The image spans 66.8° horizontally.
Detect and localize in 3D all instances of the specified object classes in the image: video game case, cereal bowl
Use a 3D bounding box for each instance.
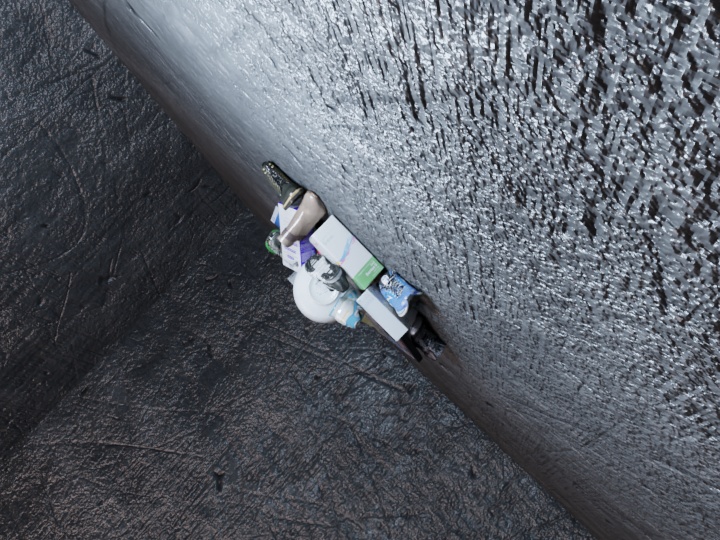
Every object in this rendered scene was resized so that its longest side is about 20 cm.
[{"bbox_3d":[0.090,0.186,1.657,0.180,0.026,0.201,34,166,39],"label":"video game case"},{"bbox_3d":[-0.103,0.053,1.588,0.200,0.200,0.083,43,179,4],"label":"cereal bowl"}]

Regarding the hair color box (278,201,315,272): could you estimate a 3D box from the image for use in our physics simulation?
[{"bbox_3d":[-0.191,-0.103,1.660,0.109,0.064,0.204,25,123,46],"label":"hair color box"}]

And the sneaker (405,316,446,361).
[{"bbox_3d":[0.201,0.208,1.644,0.113,0.076,0.200,35,170,17],"label":"sneaker"}]

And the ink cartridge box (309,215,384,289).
[{"bbox_3d":[-0.042,-0.047,1.491,0.200,0.088,0.145,43,173,-5],"label":"ink cartridge box"}]

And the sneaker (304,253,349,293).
[{"bbox_3d":[-0.090,0.015,1.495,0.091,0.066,0.199,51,168,-30],"label":"sneaker"}]

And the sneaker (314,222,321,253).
[{"bbox_3d":[-0.131,-0.104,1.713,0.083,0.077,0.202,-11,-114,-51],"label":"sneaker"}]

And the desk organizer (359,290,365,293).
[{"bbox_3d":[0.029,0.085,1.795,0.070,0.078,0.200,-7,151,17],"label":"desk organizer"}]

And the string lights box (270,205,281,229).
[{"bbox_3d":[-0.208,-0.145,1.858,0.102,0.060,0.199,7,-155,-46],"label":"string lights box"}]

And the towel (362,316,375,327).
[{"bbox_3d":[0.068,0.141,1.743,0.146,0.037,0.201,19,151,-4],"label":"towel"}]

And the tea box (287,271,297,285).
[{"bbox_3d":[-0.115,0.034,1.929,0.197,0.200,0.133,47,173,-18],"label":"tea box"}]

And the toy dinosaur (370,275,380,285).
[{"bbox_3d":[0.000,0.000,1.634,0.200,0.060,0.106,50,173,-37],"label":"toy dinosaur"}]

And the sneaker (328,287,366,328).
[{"bbox_3d":[-0.024,0.105,1.469,0.080,0.077,0.200,33,-164,4],"label":"sneaker"}]

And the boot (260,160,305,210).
[{"bbox_3d":[-0.224,-0.242,1.495,0.139,0.077,0.200,51,171,-13],"label":"boot"}]

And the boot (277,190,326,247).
[{"bbox_3d":[-0.165,-0.129,1.478,0.070,0.146,0.200,44,173,8],"label":"boot"}]

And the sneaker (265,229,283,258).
[{"bbox_3d":[-0.230,-0.067,1.787,0.085,0.079,0.199,28,174,44],"label":"sneaker"}]

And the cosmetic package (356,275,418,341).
[{"bbox_3d":[0.078,0.099,1.500,0.151,0.052,0.200,46,-163,2],"label":"cosmetic package"}]

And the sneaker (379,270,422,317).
[{"bbox_3d":[0.086,0.053,1.354,0.089,0.079,0.200,43,174,-14],"label":"sneaker"}]
